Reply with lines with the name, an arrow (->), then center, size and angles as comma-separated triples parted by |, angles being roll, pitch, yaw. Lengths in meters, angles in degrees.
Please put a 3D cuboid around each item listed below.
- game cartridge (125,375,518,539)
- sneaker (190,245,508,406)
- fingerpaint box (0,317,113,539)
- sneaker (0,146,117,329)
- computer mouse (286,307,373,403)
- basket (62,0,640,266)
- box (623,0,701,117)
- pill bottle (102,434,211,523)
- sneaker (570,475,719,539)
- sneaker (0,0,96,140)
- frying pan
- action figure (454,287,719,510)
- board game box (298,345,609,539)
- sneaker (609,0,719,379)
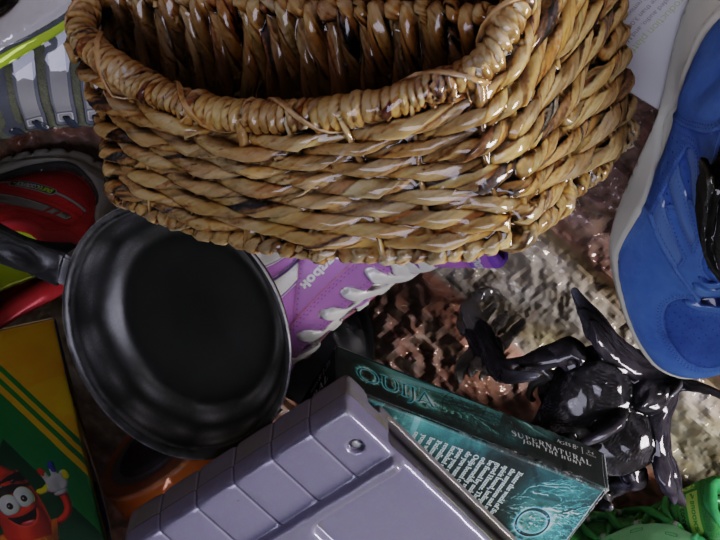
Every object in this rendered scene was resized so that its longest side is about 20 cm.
game cartridge -> 0.007, 0.144, 1.006 | 0.129, 0.038, 0.200 | -36, 119, 18
sneaker -> 0.000, 0.000, 1.006 | 0.114, 0.073, 0.201 | 25, 111, 11
fingerpaint box -> -0.147, 0.149, 1.075 | 0.073, 0.167, 0.201 | -13, 144, -8
sneaker -> -0.202, 0.001, 1.070 | 0.199, 0.085, 0.077 | -20, 119, 21
computer mouse -> -0.052, -0.011, 1.070 | 0.058, 0.034, 0.200 | -21, 119, 22
basket -> -0.012, -0.097, 0.857 | 0.199, 0.143, 0.150 | 9, 121, 32
box -> 0.193, -0.103, 0.927 | 0.199, 0.036, 0.144 | 26, 121, -32
pill bottle -> -0.040, 0.152, 1.137 | 0.106, 0.106, 0.200 | -27, 117, 25
sneaker -> 0.146, 0.132, 1.118 | 0.199, 0.074, 0.084 | 3, 128, -4
sneaker -> -0.129, -0.085, 1.002 | 0.200, 0.074, 0.081 | -37, 105, 30
frying pan -> -0.109, 0.022, 1.000 | 0.189, 0.031, 0.116 | 4, 109, 29
action figure -> 0.075, 0.068, 1.066 | 0.199, 0.102, 0.119 | -23, 113, 15
board game box -> 0.004, 0.134, 1.036 | 0.135, 0.028, 0.200 | 22, 123, -16
sneaker -> 0.152, -0.007, 0.905 | 0.076, 0.112, 0.201 | -1, 132, -11
